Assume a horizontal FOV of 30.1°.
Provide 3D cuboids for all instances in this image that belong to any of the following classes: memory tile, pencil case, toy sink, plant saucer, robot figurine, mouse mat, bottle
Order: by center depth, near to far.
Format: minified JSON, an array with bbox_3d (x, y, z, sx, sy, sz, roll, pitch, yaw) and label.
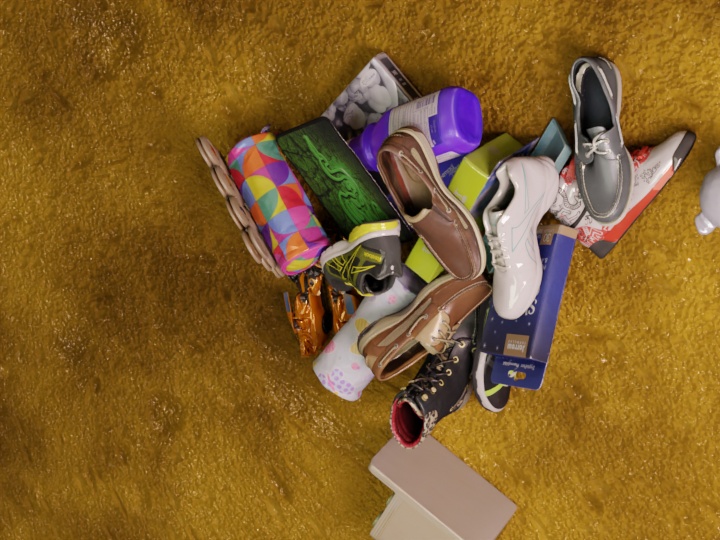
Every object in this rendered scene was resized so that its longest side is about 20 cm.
[{"bbox_3d":[0.206,-0.090,1.674,0.019,0.070,0.201,16,122,-18],"label":"plant saucer"},{"bbox_3d":[0.060,-0.166,1.675,0.199,0.065,0.084,-17,67,42],"label":"bottle"},{"bbox_3d":[-0.023,-0.110,1.758,0.200,0.008,0.161,52,154,-14],"label":"mouse mat"},{"bbox_3d":[0.019,0.083,1.825,0.083,0.091,0.201,39,107,6],"label":"pencil case"},{"bbox_3d":[-0.109,-0.096,1.826,0.088,0.088,0.201,-37,71,38],"label":"pencil case"},{"bbox_3d":[-0.163,-0.087,1.844,0.017,0.153,0.201,-29,73,5],"label":"memory tile"},{"bbox_3d":[-0.053,0.025,1.897,0.144,0.058,0.202,0,111,29],"label":"robot figurine"},{"bbox_3d":[0.096,0.338,1.900,0.199,0.130,0.112,38,126,11],"label":"toy sink"}]

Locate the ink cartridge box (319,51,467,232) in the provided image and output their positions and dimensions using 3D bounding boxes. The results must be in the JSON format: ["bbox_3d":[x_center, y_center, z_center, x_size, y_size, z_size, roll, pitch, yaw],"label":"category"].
[{"bbox_3d":[0.031,-0.150,1.776,0.200,0.043,0.198,49,127,3],"label":"ink cartridge box"}]

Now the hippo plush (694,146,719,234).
[{"bbox_3d":[0.451,-0.049,1.476,0.160,0.199,0.161,13,96,35],"label":"hippo plush"}]

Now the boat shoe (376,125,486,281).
[{"bbox_3d":[0.077,-0.069,1.606,0.074,0.075,0.203,-28,96,37],"label":"boat shoe"}]

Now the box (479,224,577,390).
[{"bbox_3d":[0.204,0.043,1.663,0.121,0.032,0.202,1,77,64],"label":"box"}]

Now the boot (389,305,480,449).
[{"bbox_3d":[0.106,0.128,1.782,0.073,0.154,0.205,21,121,22],"label":"boot"}]

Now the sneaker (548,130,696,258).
[{"bbox_3d":[0.305,-0.114,1.603,0.108,0.067,0.202,40,129,8],"label":"sneaker"}]

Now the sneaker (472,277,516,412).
[{"bbox_3d":[0.199,0.102,1.765,0.082,0.072,0.202,12,117,26],"label":"sneaker"}]

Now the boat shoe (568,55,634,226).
[{"bbox_3d":[0.272,-0.153,1.560,0.072,0.062,0.202,-7,80,33],"label":"boat shoe"}]

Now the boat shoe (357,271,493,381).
[{"bbox_3d":[0.089,0.075,1.722,0.199,0.076,0.074,-35,53,18],"label":"boat shoe"}]

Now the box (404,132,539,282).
[{"bbox_3d":[0.139,-0.087,1.685,0.048,0.122,0.201,38,126,14],"label":"box"}]

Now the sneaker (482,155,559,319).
[{"bbox_3d":[0.178,-0.041,1.611,0.070,0.080,0.202,19,104,50],"label":"sneaker"}]

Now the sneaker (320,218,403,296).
[{"bbox_3d":[0.000,0.000,1.752,0.200,0.074,0.085,132,131,-64],"label":"sneaker"}]
